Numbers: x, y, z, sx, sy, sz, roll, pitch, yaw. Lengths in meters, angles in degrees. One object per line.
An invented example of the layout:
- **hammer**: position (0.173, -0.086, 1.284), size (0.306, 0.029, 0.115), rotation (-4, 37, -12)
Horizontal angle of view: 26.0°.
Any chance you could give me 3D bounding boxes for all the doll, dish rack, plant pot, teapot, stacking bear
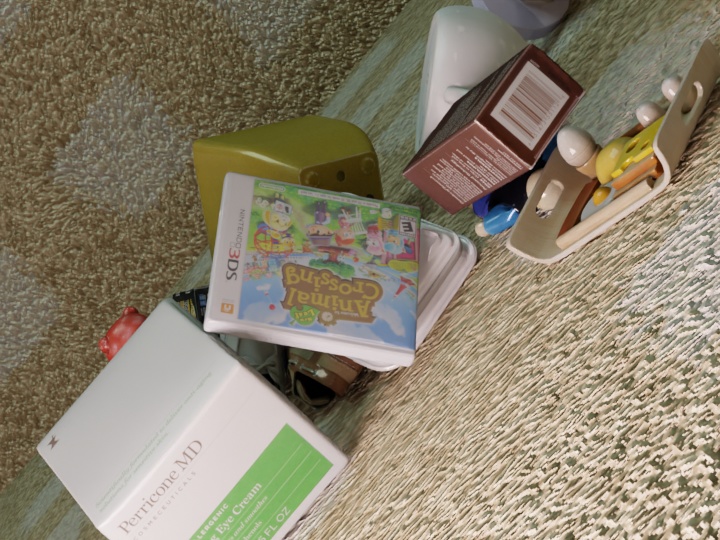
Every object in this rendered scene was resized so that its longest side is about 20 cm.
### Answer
- **doll**: position (0.157, -0.086, 1.524), size (0.137, 0.048, 0.200), rotation (-52, 10, -3)
- **dish rack**: position (0.000, 0.000, 1.580), size (0.199, 0.044, 0.172), rotation (21, 66, 37)
- **plant pot**: position (-0.068, -0.083, 1.951), size (0.193, 0.197, 0.200), rotation (-16, 13, -30)
- **teapot**: position (0.143, -0.197, 1.733), size (0.198, 0.145, 0.201), rotation (100, 177, -57)
- **stacking bear**: position (-0.249, 0.135, 2.037), size (0.122, 0.200, 0.114), rotation (-53, 11, -19)

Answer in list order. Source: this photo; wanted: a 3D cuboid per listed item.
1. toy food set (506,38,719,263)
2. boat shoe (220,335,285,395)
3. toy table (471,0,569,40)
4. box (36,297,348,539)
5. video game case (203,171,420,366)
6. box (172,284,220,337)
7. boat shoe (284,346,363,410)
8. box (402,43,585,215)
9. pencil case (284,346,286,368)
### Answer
- **toy food set**: position (0.212, -0.102, 1.320), size (0.200, 0.060, 0.144), rotation (-38, 16, 50)
- **boat shoe**: position (-0.113, 0.119, 1.684), size (0.066, 0.071, 0.202), rotation (-160, 74, -67)
- **toy table**: position (0.227, -0.393, 1.999), size (0.201, 0.183, 0.117), rotation (-77, 10, -50)
- **box**: position (-0.161, 0.172, 1.475), size (0.199, 0.171, 0.200), rotation (-49, 31, -6)
- **video game case**: position (-0.041, -0.004, 1.489), size (0.022, 0.198, 0.183), rotation (111, 167, -52)
- **box**: position (-0.182, 0.120, 1.889), size (0.049, 0.202, 0.160), rotation (-7, -2, -18)
- **boat shoe**: position (-0.048, 0.107, 1.653), size (0.072, 0.075, 0.200), rotation (-63, 7, -17)
- **box**: position (0.122, -0.129, 1.474), size (0.100, 0.075, 0.200), rotation (-54, 10, -18)
- **pencil case**: position (-0.091, 0.059, 1.778), size (0.200, 0.087, 0.078), rotation (-53, -34, -15)
